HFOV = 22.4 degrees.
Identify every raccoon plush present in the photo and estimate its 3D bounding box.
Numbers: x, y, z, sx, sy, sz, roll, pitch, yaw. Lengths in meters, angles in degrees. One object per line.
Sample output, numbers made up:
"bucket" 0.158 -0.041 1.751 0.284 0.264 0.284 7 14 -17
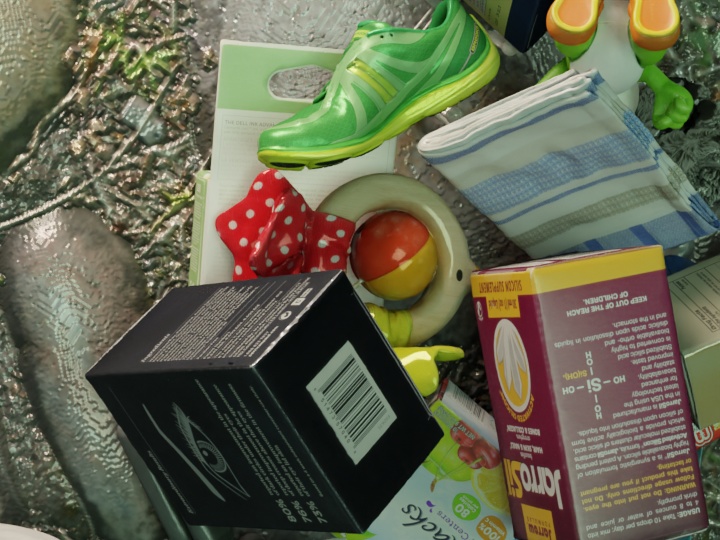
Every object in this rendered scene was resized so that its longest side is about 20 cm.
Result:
"raccoon plush" 0.229 -0.067 1.421 0.200 0.097 0.134 -26 144 13

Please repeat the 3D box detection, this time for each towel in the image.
"towel" 0.151 -0.060 1.295 0.200 0.147 0.024 41 40 -40

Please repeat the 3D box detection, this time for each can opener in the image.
"can opener" -0.115 0.189 1.365 0.066 0.053 0.200 -45 112 -45

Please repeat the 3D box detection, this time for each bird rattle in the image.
"bird rattle" 0.000 0.000 1.320 0.163 0.113 0.200 -39 93 -23

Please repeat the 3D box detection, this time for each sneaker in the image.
"sneaker" 0.004 -0.131 1.293 0.200 0.074 0.084 -31 98 -22

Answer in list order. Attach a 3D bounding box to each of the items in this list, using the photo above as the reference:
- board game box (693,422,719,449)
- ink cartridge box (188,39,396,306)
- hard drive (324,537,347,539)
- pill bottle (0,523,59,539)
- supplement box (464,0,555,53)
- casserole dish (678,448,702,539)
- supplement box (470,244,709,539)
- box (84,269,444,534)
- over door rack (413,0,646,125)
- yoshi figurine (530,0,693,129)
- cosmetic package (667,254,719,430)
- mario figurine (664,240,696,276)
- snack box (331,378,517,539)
"board game box" 0.296 0.065 1.421 0.200 0.151 0.046 -27 103 -13
"ink cartridge box" -0.048 -0.066 1.348 0.145 0.048 0.201 2 97 -17
"hard drive" -0.070 0.299 1.359 0.132 0.025 0.201 -9 120 -16
"pill bottle" -0.275 0.287 1.281 0.119 0.120 0.201 6 94 -18
"supplement box" 0.116 -0.307 1.299 0.200 0.134 0.200 43 81 7
"casserole dish" 0.239 0.223 1.419 0.039 0.121 0.200 8 51 11
"supplement box" 0.157 0.088 1.270 0.103 0.131 0.201 -10 90 -17
"box" -0.068 0.092 1.247 0.104 0.200 0.148 -47 117 -33
"over door rack" 0.124 -0.153 1.388 0.200 0.067 0.148 41 84 -17
"yoshi figurine" 0.167 -0.123 1.283 0.112 0.200 0.112 -34 71 -14
"cosmetic package" 0.306 0.029 1.317 0.200 0.105 0.071 -22 120 -6
"mario figurine" 0.222 0.006 1.407 0.200 0.123 0.106 -22 64 6
"snack box" 0.091 0.200 1.376 0.200 0.053 0.142 40 110 -4
